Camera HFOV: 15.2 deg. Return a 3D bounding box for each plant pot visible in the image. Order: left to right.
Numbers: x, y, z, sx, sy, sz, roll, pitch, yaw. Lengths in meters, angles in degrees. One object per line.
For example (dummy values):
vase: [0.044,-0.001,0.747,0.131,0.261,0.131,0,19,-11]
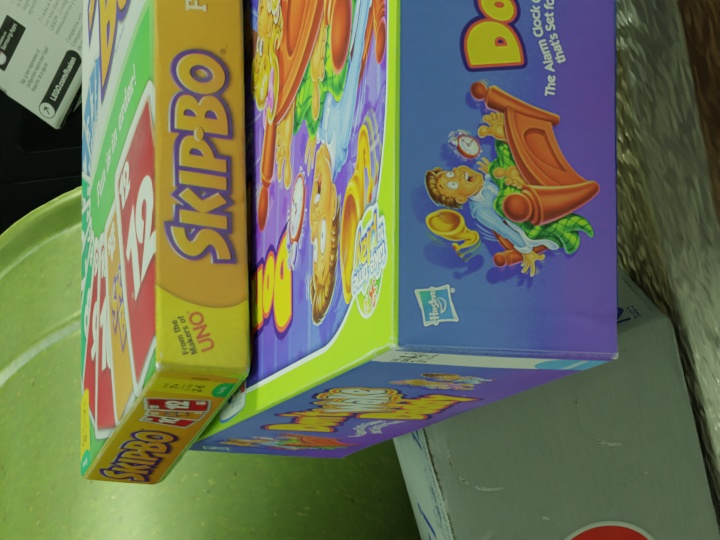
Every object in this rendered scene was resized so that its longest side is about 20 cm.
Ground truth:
plant pot: [-0.042,0.102,0.772,0.190,0.199,0.201,-87,-14,-56]

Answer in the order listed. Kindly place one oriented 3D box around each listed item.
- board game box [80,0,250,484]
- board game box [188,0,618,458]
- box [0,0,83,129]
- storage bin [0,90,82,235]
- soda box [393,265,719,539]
board game box: [-0.049,-0.057,0.660,0.096,0.030,0.201,130,144,-65]
board game box: [0.002,-0.035,0.594,0.200,0.045,0.135,148,124,-72]
box: [-0.089,-0.143,0.771,0.110,0.035,0.200,35,132,0]
storage bin: [-0.102,-0.111,0.933,0.094,0.135,0.201,60,147,39]
soda box: [0.061,0.099,0.698,0.063,0.068,0.201,-125,18,-67]
